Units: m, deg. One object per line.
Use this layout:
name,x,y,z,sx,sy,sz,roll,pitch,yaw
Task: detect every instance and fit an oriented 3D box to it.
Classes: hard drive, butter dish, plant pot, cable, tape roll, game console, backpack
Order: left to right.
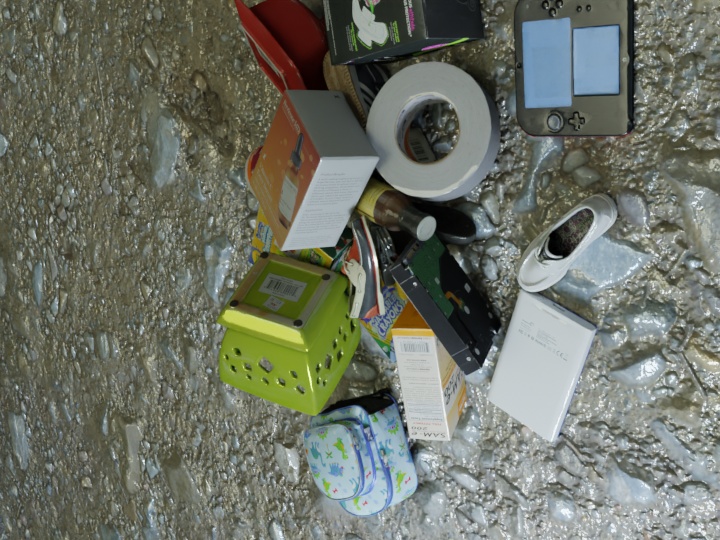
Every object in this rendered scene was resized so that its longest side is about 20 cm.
plant pot,-0.123,0.091,1.519,0.197,0.200,0.183,16,138,18
butter dish,-0.098,-0.383,1.522,0.201,0.147,0.200,52,175,21
backpack,-0.004,0.341,1.627,0.182,0.146,0.203,-22,89,47
cable,0.051,-0.028,1.420,0.201,0.050,0.098,81,173,-60
tape roll,0.110,-0.209,1.360,0.197,0.066,0.204,-1,88,22
hard drive,0.133,0.043,1.372,0.038,0.140,0.201,-30,101,32
hard drive,0.276,0.145,1.383,0.131,0.025,0.203,32,122,34
game console,0.293,-0.287,1.240,0.175,0.031,0.204,8,108,43

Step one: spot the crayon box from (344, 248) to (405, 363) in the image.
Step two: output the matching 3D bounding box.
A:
crayon box,0.039,0.043,1.565,0.201,0.051,0.126,51,131,22

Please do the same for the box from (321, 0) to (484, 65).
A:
box,0.062,-0.389,1.350,0.198,0.147,0.127,-2,99,45

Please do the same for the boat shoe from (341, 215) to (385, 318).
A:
boat shoe,0.000,0.000,1.447,0.072,0.061,0.202,-97,-1,-47

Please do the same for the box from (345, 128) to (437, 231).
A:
box,0.036,-0.149,1.500,0.200,0.068,0.083,-39,74,43

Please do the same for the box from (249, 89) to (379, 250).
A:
box,-0.078,-0.156,1.403,0.153,0.105,0.201,62,142,32

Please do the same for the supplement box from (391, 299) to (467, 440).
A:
supplement box,0.114,0.152,1.438,0.072,0.126,0.203,-1,116,22

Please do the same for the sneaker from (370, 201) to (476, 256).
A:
sneaker,0.095,-0.058,1.475,0.197,0.060,0.105,17,141,18

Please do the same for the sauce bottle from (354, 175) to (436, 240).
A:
sauce bottle,0.039,-0.101,1.403,0.199,0.064,0.066,34,124,42

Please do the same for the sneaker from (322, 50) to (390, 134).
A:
sneaker,0.009,-0.260,1.457,0.070,0.108,0.203,-22,77,40

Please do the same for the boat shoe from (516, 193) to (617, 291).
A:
boat shoe,0.285,-0.033,1.292,0.200,0.068,0.073,-42,73,42

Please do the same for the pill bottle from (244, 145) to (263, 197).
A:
pill bottle,-0.108,-0.188,1.600,0.198,0.109,0.111,-11,94,45

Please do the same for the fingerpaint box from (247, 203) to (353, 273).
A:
fingerpaint box,-0.109,-0.040,1.602,0.166,0.073,0.201,38,148,11
